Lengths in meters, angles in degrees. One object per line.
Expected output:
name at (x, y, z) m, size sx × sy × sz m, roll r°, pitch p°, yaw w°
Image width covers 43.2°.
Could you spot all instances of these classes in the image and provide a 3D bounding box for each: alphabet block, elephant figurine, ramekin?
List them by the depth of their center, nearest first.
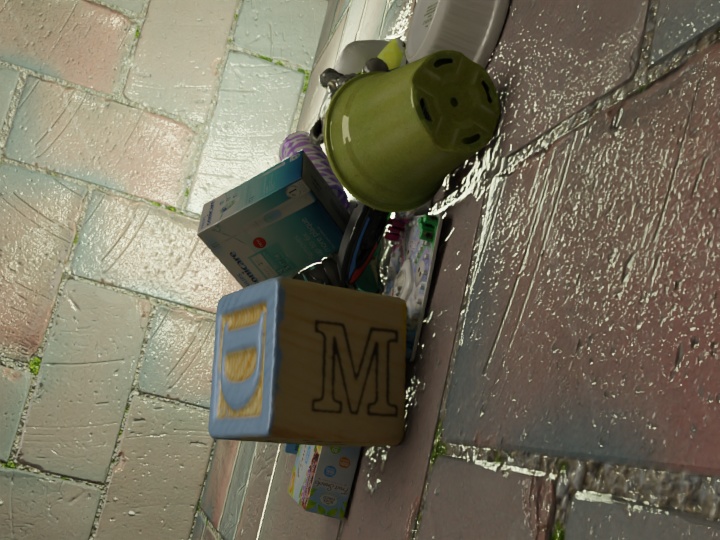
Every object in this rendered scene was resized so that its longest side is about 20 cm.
alphabet block at (-0.071, 0.129, 1.208) m, size 0.195 × 0.198 × 0.199 m, roll -15°, pitch 68°, yaw 57°
ramekin at (0.135, -0.365, 1.309) m, size 0.202 × 0.093 × 0.204 m, roll -164°, pitch 90°, yaw -78°
elephant figurine at (-0.012, -0.230, 1.370) m, size 0.155 × 0.142 × 0.199 m, roll -46°, pitch 20°, yaw -28°

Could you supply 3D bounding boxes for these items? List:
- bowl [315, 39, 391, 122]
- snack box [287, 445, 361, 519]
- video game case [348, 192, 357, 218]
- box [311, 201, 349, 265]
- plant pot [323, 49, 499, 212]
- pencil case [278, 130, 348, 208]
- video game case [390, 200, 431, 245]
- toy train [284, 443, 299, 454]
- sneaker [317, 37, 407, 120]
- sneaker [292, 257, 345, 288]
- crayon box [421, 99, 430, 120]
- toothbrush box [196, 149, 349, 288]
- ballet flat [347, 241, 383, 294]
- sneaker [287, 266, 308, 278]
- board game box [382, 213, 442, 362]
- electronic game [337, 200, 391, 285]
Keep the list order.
bowl at (0.023, -0.304, 1.630) m, size 0.199 × 0.074 × 0.201 m, roll -15°, pitch -45°, yaw -52°
snack box at (-0.047, 0.265, 1.405) m, size 0.169 × 0.067 × 0.202 m, roll 163°, pitch 124°, yaw -76°
video game case at (0.009, -0.180, 1.505) m, size 0.201 × 0.019 × 0.144 m, roll -95°, pitch 22°, yaw -54°
box at (-0.060, -0.026, 1.620) m, size 0.201 × 0.039 × 0.137 m, roll -53°, pitch -14°, yaw 0°
plant pot at (0.079, -0.192, 1.186) m, size 0.184 × 0.199 × 0.202 m, roll -17°, pitch 57°, yaw 61°
pencil case at (-0.087, -0.163, 1.580) m, size 0.086 × 0.084 × 0.201 m, roll -45°, pitch 39°, yaw 15°
video game case at (0.090, -0.155, 1.433) m, size 0.143 × 0.018 × 0.202 m, roll 129°, pitch 154°, yaw -60°
toy train at (-0.082, 0.223, 1.585) m, size 0.201 × 0.086 × 0.115 m, roll -84°, pitch 7°, yaw -45°
sneaker at (0.007, -0.297, 1.477) m, size 0.201 × 0.076 × 0.075 m, roll -58°, pitch 21°, yaw -2°
sneaker at (-0.046, 0.083, 1.443) m, size 0.075 × 0.079 × 0.202 m, roll 111°, pitch 138°, yaw -73°
crayon box at (0.067, -0.227, 1.460) m, size 0.200 × 0.051 × 0.127 m, roll -168°, pitch 93°, yaw -79°
toothbrush box at (-0.136, -0.073, 1.442) m, size 0.199 × 0.147 × 0.086 m, roll -25°, pitch 34°, yaw 18°
ballet flat at (0.000, 0.000, 1.522) m, size 0.201 × 0.075 × 0.064 m, roll -86°, pitch 9°, yaw -51°
sneaker at (-0.109, 0.093, 1.472) m, size 0.130 × 0.079 × 0.201 m, roll -36°, pitch -56°, yaw -65°
board game box at (0.057, 0.019, 1.304) m, size 0.200 × 0.026 × 0.202 m, roll -173°, pitch 95°, yaw -77°
electronic game at (0.017, -0.070, 1.400) m, size 0.200 × 0.041 × 0.202 m, roll 24°, pitch -90°, yaw -81°
